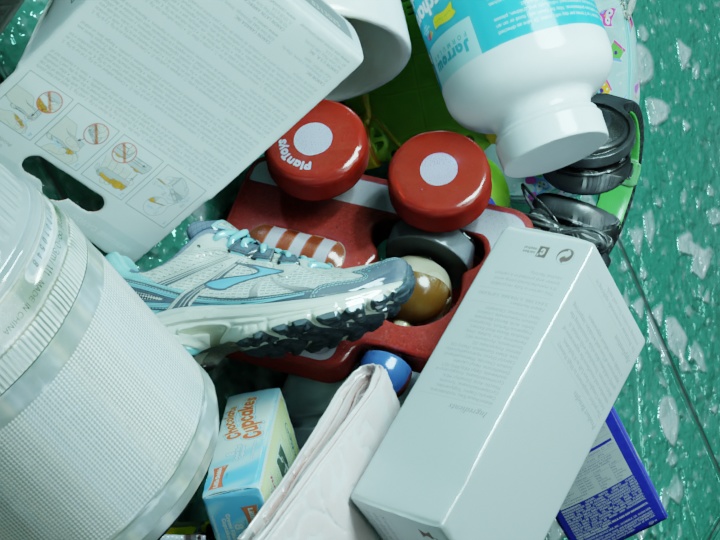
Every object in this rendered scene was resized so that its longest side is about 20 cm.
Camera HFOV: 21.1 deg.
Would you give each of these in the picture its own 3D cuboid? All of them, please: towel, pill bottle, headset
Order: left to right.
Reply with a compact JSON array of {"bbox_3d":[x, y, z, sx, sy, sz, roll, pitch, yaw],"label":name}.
[{"bbox_3d":[-0.002,0.187,1.113,0.191,0.032,0.201,-50,129,-50],"label":"towel"},{"bbox_3d":[0.091,-0.164,1.216,0.110,0.110,0.201,-1,68,-49],"label":"pill bottle"},{"bbox_3d":[0.159,-0.049,1.311,0.200,0.093,0.124,-25,128,-59],"label":"headset"}]

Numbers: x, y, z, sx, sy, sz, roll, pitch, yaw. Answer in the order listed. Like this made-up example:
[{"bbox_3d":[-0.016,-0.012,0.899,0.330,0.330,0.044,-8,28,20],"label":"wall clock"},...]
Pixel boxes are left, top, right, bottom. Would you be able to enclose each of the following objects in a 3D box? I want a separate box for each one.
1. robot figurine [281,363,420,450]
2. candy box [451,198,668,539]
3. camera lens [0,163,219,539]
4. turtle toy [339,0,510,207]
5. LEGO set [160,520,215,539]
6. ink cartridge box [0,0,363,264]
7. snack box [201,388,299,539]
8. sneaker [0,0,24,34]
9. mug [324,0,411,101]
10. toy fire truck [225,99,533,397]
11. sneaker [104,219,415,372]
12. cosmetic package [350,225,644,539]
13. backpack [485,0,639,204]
[{"bbox_3d":[0.008,0.127,1.255,0.168,0.113,0.202,-7,89,-23],"label":"robot figurine"},{"bbox_3d":[0.122,0.076,1.332,0.200,0.077,0.170,59,4,-43],"label":"candy box"},{"bbox_3d":[-0.182,0.058,1.008,0.200,0.159,0.161,52,49,-31],"label":"camera lens"},{"bbox_3d":[0.054,-0.114,1.348,0.101,0.145,0.202,-19,99,-71],"label":"turtle toy"},{"bbox_3d":[-0.099,0.226,1.108,0.153,0.115,0.202,22,67,-45],"label":"LEGO set"},{"bbox_3d":[-0.121,-0.110,1.119,0.162,0.200,0.050,35,26,-39],"label":"ink cartridge box"},{"bbox_3d":[-0.043,0.185,1.146,0.116,0.037,0.201,-81,158,-66],"label":"snack box"},{"bbox_3d":[-0.186,-0.211,1.054,0.076,0.199,0.114,33,18,-41],"label":"sneaker"},{"bbox_3d":[-0.055,-0.206,1.218,0.186,0.148,0.154,28,54,-60],"label":"mug"},{"bbox_3d":[0.000,0.000,1.216,0.112,0.198,0.169,81,27,-59],"label":"toy fire truck"},{"bbox_3d":[-0.068,0.007,1.138,0.078,0.198,0.087,56,24,-76],"label":"sneaker"},{"bbox_3d":[0.084,0.085,1.131,0.201,0.074,0.102,-57,136,-24],"label":"cosmetic package"},{"bbox_3d":[0.131,-0.152,1.431,0.126,0.166,0.202,-27,116,-42],"label":"backpack"}]
